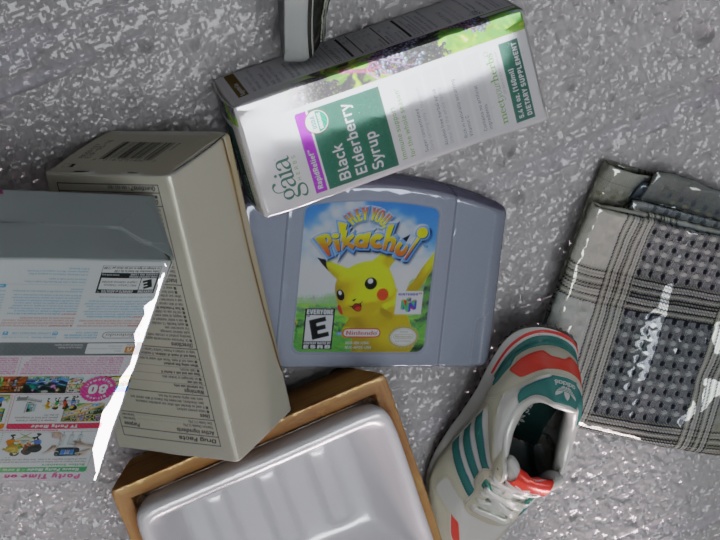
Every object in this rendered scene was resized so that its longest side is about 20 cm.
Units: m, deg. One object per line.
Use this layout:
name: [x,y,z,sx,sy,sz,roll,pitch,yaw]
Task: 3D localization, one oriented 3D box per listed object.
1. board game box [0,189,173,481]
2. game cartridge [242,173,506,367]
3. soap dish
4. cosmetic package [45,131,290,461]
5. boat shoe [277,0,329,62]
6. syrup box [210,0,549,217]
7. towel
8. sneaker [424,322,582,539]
board game box: [-0.212,0.044,1.167,0.147,0.064,0.201,2,133,-26]
game cartridge: [0.000,0.000,1.310,0.199,0.040,0.134,0,106,-15]
soap dish: [-0.057,0.165,1.323,0.199,0.081,0.158,-22,120,-6]
cosmetic package: [-0.122,0.016,1.238,0.103,0.073,0.201,4,118,31]
boat shoe: [-0.015,-0.227,1.198,0.063,0.071,0.201,6,107,-7]
syrup box: [0.011,-0.111,1.246,0.199,0.081,0.079,-20,113,-8]
towel: [0.224,0.032,1.381,0.191,0.035,0.201,14,105,-19]
sneaker: [0.100,0.138,1.338,0.070,0.094,0.201,17,119,-14]
